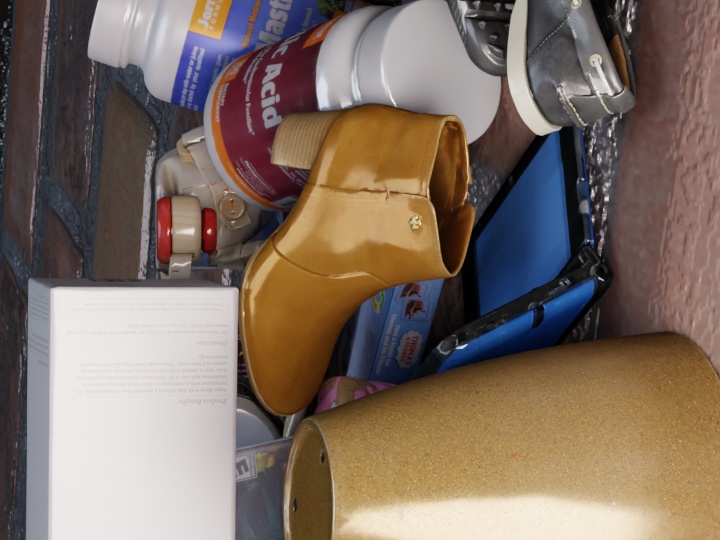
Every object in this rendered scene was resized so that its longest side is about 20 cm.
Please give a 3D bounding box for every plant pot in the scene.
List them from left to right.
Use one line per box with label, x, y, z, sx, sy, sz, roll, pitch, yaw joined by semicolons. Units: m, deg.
plant pot;0.067;0.121;1.135;0.186;0.199;0.187;-177;90;-73

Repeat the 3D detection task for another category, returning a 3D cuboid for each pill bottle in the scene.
pill bottle;-0.092;-0.167;1.611;0.112;0.199;0.113;-164;90;-87
pill bottle;-0.006;-0.109;1.456;0.200;0.114;0.115;-14;74;52

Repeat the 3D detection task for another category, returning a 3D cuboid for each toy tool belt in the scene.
toy tool belt;-0.086;-0.042;1.585;0.200;0.122;0.126;-121;31;-80

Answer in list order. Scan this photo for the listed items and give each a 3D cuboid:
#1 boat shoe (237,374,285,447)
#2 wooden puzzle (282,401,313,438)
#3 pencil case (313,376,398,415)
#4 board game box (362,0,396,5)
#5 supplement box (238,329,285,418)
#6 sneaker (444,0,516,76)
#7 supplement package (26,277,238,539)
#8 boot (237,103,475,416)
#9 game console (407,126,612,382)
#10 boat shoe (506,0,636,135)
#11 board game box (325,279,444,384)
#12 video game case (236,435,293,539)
boat shoe;-0.058;0.167;1.640;0.200;0.071;0.068;60;-162;-22
wooden puzzle;-0.033;0.021;1.608;0.185;0.037;0.201;-88;11;-71
pencil case;-0.006;0.165;1.392;0.087;0.082;0.201;106;176;-72
board game box;-0.072;-0.298;1.598;0.062;0.199;0.201;-175;86;-73
supplement box;-0.079;0.144;1.744;0.109;0.061;0.201;44;-136;-79
sneaker;0.076;-0.186;1.359;0.091;0.066;0.201;112;157;-52
supplement package;-0.148;0.107;1.403;0.120;0.121;0.201;-172;83;-74
boot;0.001;-0.001;1.344;0.144;0.071;0.202;10;97;43
game console;0.060;0.016;1.311;0.119;0.170;0.200;56;150;16
boat shoe;0.124;-0.174;1.231;0.067;0.072;0.201;-13;64;34
board game box;0.014;0.038;1.531;0.152;0.036;0.201;-96;16;-53
video game case;-0.016;0.199;1.444;0.023;0.181;0.201;51;-150;-62
